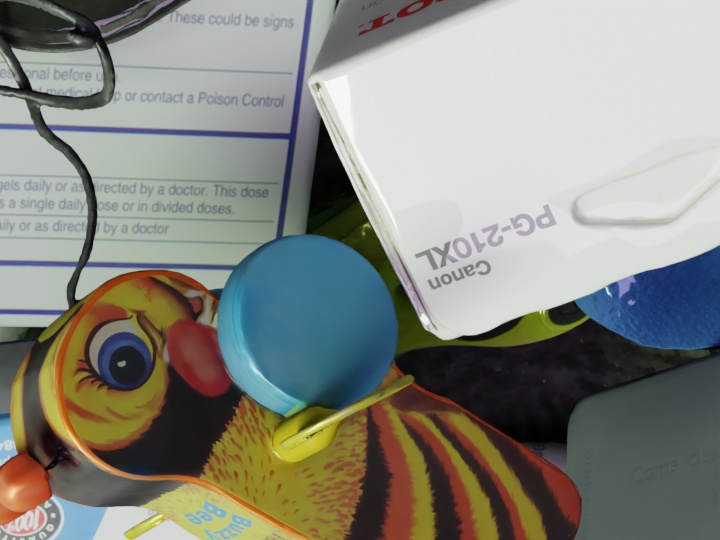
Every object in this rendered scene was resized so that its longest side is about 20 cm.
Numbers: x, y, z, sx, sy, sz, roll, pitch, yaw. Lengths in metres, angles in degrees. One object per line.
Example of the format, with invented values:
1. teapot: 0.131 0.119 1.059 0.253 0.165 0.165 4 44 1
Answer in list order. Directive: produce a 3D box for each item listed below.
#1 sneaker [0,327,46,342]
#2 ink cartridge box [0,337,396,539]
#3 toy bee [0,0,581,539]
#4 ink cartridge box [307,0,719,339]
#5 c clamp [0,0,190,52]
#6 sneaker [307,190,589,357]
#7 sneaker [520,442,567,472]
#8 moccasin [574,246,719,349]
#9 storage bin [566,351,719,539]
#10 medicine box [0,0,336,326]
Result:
1. sneaker: -0.123 -0.029 0.937 0.090 0.070 0.200 -6 116 -2
2. ink cartridge box: -0.053 0.121 0.864 0.144 0.085 0.200 -7 105 -4
3. toy bee: -0.046 0.040 0.744 0.200 0.109 0.131 32 151 10
4. ink cartridge box: 0.078 -0.078 0.804 0.145 0.200 0.084 -21 110 17
5. c clamp: -0.054 -0.148 0.718 0.200 0.027 0.171 -36 125 13
6. sneaker: 0.000 0.000 0.924 0.200 0.084 0.074 -24 110 -2
7. sneaker: 0.062 0.144 0.993 0.087 0.075 0.200 10 110 17
8. moccasin: 0.153 -0.016 0.891 0.200 0.068 0.081 5 104 -19
9. storage bin: 0.157 0.085 0.849 0.134 0.146 0.200 25 148 -36
10. medicine box: -0.104 -0.092 0.814 0.182 0.103 0.200 1 116 -14
